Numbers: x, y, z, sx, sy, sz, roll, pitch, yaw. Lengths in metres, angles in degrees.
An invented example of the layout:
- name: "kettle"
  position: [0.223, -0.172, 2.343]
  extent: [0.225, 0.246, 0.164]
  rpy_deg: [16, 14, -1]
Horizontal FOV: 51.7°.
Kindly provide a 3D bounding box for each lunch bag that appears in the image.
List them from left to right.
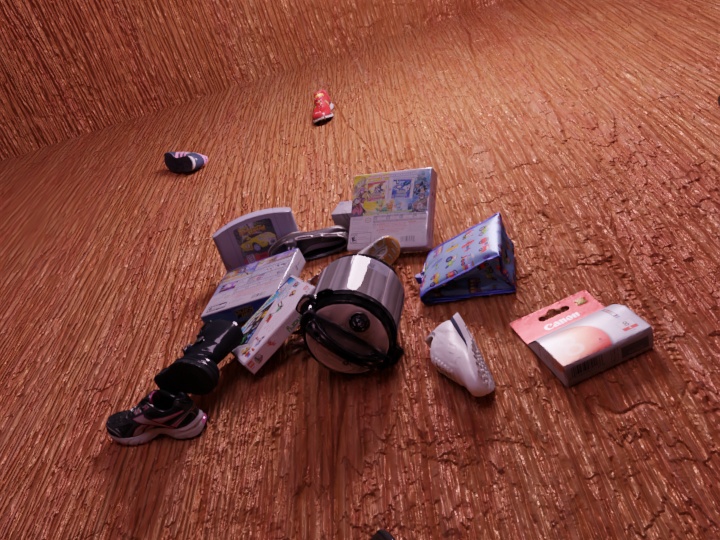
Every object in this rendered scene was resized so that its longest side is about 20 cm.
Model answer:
- name: "lunch bag"
  position: [0.198, -0.010, 1.470]
  extent: [0.198, 0.095, 0.151]
  rpy_deg: [-18, 31, 22]

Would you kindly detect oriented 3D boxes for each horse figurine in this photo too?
- name: "horse figurine"
  position: [-0.105, 0.092, 1.482]
  extent: [0.132, 0.050, 0.200]
  rpy_deg: [-31, 30, 6]

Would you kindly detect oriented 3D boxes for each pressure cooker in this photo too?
- name: "pressure cooker"
  position: [-0.015, 0.085, 1.328]
  extent: [0.174, 0.180, 0.201]
  rpy_deg: [-7, 31, 15]

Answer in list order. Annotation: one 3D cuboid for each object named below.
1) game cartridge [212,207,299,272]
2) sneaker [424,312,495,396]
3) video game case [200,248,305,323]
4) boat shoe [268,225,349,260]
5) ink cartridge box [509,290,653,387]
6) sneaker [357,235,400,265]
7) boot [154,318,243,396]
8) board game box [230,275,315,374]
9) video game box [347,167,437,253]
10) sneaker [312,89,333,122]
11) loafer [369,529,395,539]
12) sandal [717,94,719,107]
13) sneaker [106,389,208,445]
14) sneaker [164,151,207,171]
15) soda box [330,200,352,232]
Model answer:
- name: "game cartridge"
  position: [-0.244, -0.072, 1.771]
  extent: [0.198, 0.134, 0.041]
  rpy_deg: [-20, 22, 0]
- name: "sneaker"
  position: [0.163, 0.152, 1.235]
  extent: [0.080, 0.077, 0.200]
  rpy_deg: [-28, 24, 6]
- name: "video game case"
  position: [-0.234, 0.041, 1.641]
  extent: [0.198, 0.046, 0.182]
  rpy_deg: [-17, 29, 22]
- name: "boat shoe"
  position: [-0.122, -0.058, 1.744]
  extent: [0.198, 0.067, 0.057]
  rpy_deg: [-16, 25, -1]
- name: "ink cartridge box"
  position: [0.358, 0.091, 1.230]
  extent: [0.161, 0.050, 0.200]
  rpy_deg: [-23, 33, -7]
- name: "sneaker"
  position: [0.000, 0.000, 1.590]
  extent: [0.199, 0.076, 0.088]
  rpy_deg: [-30, -1, 0]
- name: "boot"
  position: [-0.276, 0.151, 1.366]
  extent: [0.199, 0.077, 0.168]
  rpy_deg: [-21, 21, 50]
- name: "board game box"
  position: [-0.171, 0.102, 1.461]
  extent: [0.200, 0.035, 0.126]
  rpy_deg: [-48, 27, -11]
- name: "video game box"
  position: [0.071, -0.132, 1.673]
  extent: [0.198, 0.047, 0.184]
  rpy_deg: [-2, 76, 27]
- name: "sneaker"
  position: [-0.142, -0.581, 2.611]
  extent: [0.076, 0.086, 0.201]
  rpy_deg: [-16, 29, 7]
- name: "loafer"
  position: [0.031, 0.397, 0.884]
  extent: [0.071, 0.074, 0.200]
  rpy_deg: [-18, 29, -3]
- name: "sandal"
  position: [0.904, -0.382, 1.670]
  extent: [0.069, 0.078, 0.212]
  rpy_deg: [-28, 25, -4]
- name: "sneaker"
  position: [-0.377, 0.255, 1.351]
  extent: [0.198, 0.087, 0.081]
  rpy_deg: [-11, 28, 15]
- name: "sneaker"
  position: [-0.608, -0.381, 2.587]
  extent: [0.082, 0.071, 0.199]
  rpy_deg: [-21, 27, -40]
- name: "soda box"
  position: [0.034, -0.129, 1.769]
  extent: [0.198, 0.069, 0.064]
  rpy_deg: [-2, 33, 27]
